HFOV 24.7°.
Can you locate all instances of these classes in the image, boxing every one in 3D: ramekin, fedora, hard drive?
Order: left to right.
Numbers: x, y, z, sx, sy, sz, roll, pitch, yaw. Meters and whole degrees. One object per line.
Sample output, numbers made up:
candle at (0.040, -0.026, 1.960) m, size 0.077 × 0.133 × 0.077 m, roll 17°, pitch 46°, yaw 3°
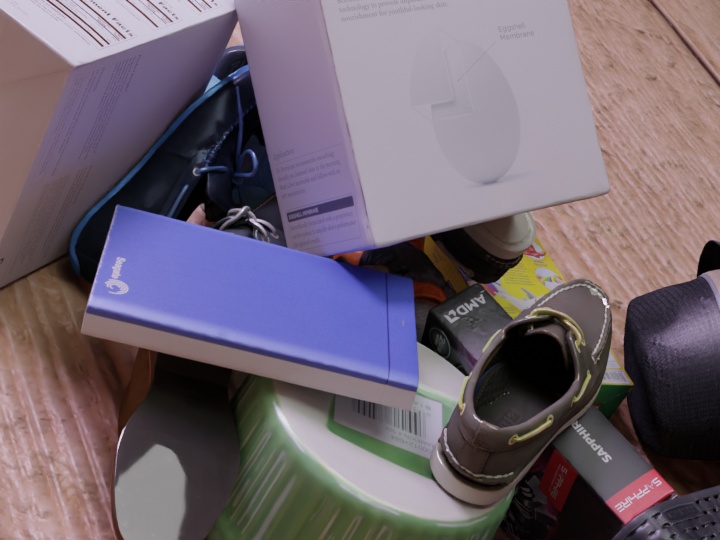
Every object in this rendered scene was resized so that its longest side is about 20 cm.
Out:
hard drive at (-0.063, 0.021, 1.011) m, size 0.198 × 0.026 × 0.132 m, roll 14°, pitch 27°, yaw -7°
ramekin at (0.001, 0.123, 1.030) m, size 0.198 × 0.098 × 0.201 m, roll 21°, pitch 33°, yaw -14°
fedora at (0.256, 0.077, 1.286) m, size 0.090 × 0.202 × 0.202 m, roll -6°, pitch 37°, yaw -1°

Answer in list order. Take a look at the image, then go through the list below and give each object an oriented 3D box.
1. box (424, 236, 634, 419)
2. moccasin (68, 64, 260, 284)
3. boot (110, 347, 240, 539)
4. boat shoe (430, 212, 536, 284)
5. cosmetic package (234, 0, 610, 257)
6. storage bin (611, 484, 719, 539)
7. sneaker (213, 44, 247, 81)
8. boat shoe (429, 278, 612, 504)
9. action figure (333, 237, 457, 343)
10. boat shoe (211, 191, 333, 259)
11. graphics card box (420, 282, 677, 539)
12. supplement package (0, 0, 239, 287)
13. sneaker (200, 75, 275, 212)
box at (0.120, 0.032, 1.311) m, size 0.116 × 0.049 × 0.201 m, roll 6°, pitch 42°, yaw -34°
moccasin at (-0.117, -0.057, 1.154) m, size 0.068 × 0.200 × 0.081 m, roll 38°, pitch -13°, yaw 12°
boot at (-0.117, 0.106, 0.985) m, size 0.073 × 0.076 × 0.201 m, roll 24°, pitch 38°, yaw -18°
boat shoe at (0.051, -0.077, 1.249) m, size 0.200 × 0.060 × 0.074 m, roll 48°, pitch 49°, yaw 10°
cosmetic package at (0.040, -0.126, 1.116) m, size 0.197 × 0.123 × 0.203 m, roll -13°, pitch 92°, yaw -30°
storage bin at (0.170, 0.224, 0.932) m, size 0.134 × 0.201 × 0.094 m, roll -6°, pitch 45°, yaw -44°
sneaker at (-0.051, -0.161, 1.431) m, size 0.198 × 0.067 × 0.079 m, roll 8°, pitch 26°, yaw -33°
boat shoe at (0.111, 0.062, 1.019) m, size 0.072 × 0.061 × 0.202 m, roll 31°, pitch 44°, yaw 12°
action figure at (0.000, 0.000, 1.206) m, size 0.198 × 0.105 × 0.194 m, roll 12°, pitch 27°, yaw -29°
boat shoe at (-0.074, -0.009, 1.131) m, size 0.072 × 0.062 × 0.200 m, roll 18°, pitch 46°, yaw 23°
graphics card box at (0.113, 0.120, 1.100) m, size 0.051 × 0.126 × 0.200 m, roll -27°, pitch 61°, yaw -27°
supplement package at (-0.217, -0.123, 1.105) m, size 0.147 × 0.192 × 0.200 m, roll 38°, pitch 31°, yaw 11°
sneaker at (-0.093, -0.110, 1.278) m, size 0.078 × 0.091 × 0.200 m, roll 11°, pitch 24°, yaw -28°
